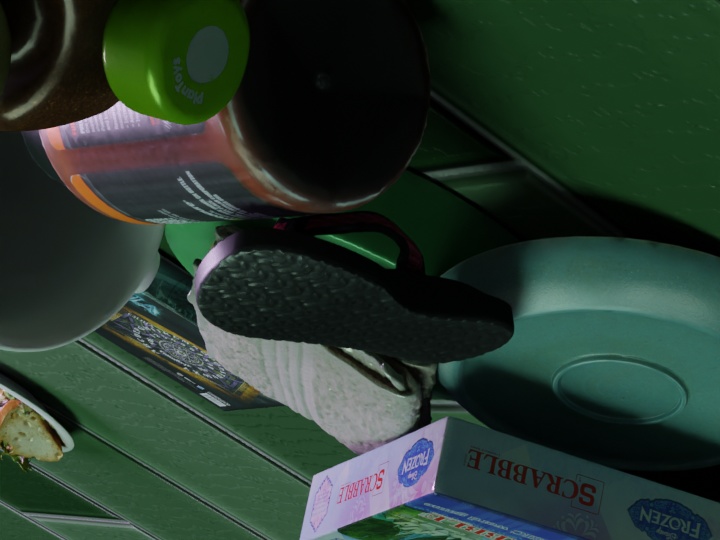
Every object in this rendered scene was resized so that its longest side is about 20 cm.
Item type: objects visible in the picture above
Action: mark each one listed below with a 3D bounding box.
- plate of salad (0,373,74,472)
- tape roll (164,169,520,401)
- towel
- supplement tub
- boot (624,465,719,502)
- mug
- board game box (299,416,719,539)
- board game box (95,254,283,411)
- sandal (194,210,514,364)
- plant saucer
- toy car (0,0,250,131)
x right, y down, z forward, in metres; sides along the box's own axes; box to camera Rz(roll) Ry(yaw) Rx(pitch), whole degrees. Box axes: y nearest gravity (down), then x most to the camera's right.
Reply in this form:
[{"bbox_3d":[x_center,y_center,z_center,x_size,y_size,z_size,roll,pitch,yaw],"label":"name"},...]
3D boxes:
[{"bbox_3d":[-0.319,0.104,1.986,0.199,0.048,0.200,22,163,7],"label":"plate of salad"},{"bbox_3d":[0.000,0.000,1.279,0.199,0.048,0.201,22,162,7],"label":"tape roll"},{"bbox_3d":[-0.022,0.046,1.266,0.132,0.035,0.200,33,166,11],"label":"towel"},{"bbox_3d":[-0.067,-0.073,1.064,0.107,0.107,0.200,35,159,-31],"label":"supplement tub"},{"bbox_3d":[0.187,0.124,1.345,0.198,0.074,0.162,28,165,-31],"label":"boot"},{"bbox_3d":[-0.186,-0.038,1.265,0.200,0.148,0.175,29,170,-40],"label":"mug"},{"bbox_3d":[0.093,0.135,1.278,0.199,0.041,0.199,18,162,-15],"label":"board game box"},{"bbox_3d":[-0.125,0.025,1.542,0.200,0.028,0.135,34,160,-24],"label":"board game box"},{"bbox_3d":[-0.004,0.003,1.073,0.075,0.045,0.200,-17,162,30],"label":"sandal"},{"bbox_3d":[0.123,0.047,1.191,0.199,0.028,0.200,7,150,4],"label":"plant saucer"},{"bbox_3d":[-0.169,-0.100,0.911,0.164,0.200,0.159,16,127,39],"label":"toy car"}]
